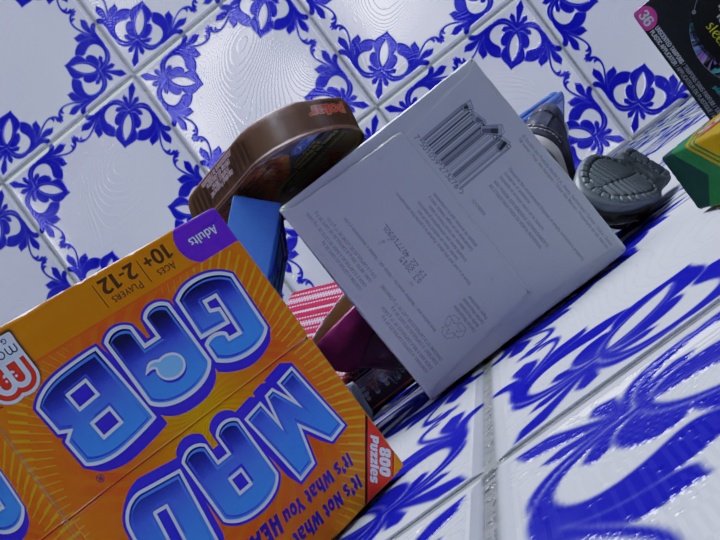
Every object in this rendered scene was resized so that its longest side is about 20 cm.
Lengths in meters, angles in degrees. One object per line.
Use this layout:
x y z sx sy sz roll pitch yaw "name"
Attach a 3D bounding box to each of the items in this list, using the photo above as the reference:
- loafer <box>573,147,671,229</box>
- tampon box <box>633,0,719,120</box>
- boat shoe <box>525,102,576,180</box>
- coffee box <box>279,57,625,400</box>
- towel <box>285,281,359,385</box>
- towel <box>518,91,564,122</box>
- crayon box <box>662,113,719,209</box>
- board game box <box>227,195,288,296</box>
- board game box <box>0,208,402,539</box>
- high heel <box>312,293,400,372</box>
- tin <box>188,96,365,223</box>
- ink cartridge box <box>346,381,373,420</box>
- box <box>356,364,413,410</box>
0.239 -0.065 1.011 0.200 0.075 0.070 -18 -40 -59 "loafer"
0.349 -0.214 0.841 0.200 0.150 0.126 -38 -3 41 "tampon box"
0.197 -0.088 1.086 0.063 0.072 0.200 -67 -29 -24 "boat shoe"
0.073 -0.031 0.949 0.200 0.200 0.198 -38 -1 0 "coffee box"
-0.047 0.085 1.156 0.144 0.023 0.201 -13 37 31 "towel"
0.175 -0.074 1.143 0.024 0.201 0.147 20 42 37 "towel"
0.279 -0.101 0.686 0.127 0.051 0.200 -37 -1 0 "crayon box"
-0.101 0.056 0.929 0.152 0.045 0.202 96 -176 -76 "board game box"
-0.142 0.124 0.659 0.200 0.200 0.200 -35 -2 -45 "board game box"
0.000 0.000 1.068 0.095 0.202 0.067 6 -8 -18 "high heel"
-0.075 -0.084 0.928 0.111 0.042 0.200 -9 -20 -38 "tin"
-0.075 0.178 0.908 0.198 0.043 0.200 -39 -2 2 "ink cartridge box"
0.036 0.104 1.172 0.200 0.040 0.137 -37 0 -5 "box"
